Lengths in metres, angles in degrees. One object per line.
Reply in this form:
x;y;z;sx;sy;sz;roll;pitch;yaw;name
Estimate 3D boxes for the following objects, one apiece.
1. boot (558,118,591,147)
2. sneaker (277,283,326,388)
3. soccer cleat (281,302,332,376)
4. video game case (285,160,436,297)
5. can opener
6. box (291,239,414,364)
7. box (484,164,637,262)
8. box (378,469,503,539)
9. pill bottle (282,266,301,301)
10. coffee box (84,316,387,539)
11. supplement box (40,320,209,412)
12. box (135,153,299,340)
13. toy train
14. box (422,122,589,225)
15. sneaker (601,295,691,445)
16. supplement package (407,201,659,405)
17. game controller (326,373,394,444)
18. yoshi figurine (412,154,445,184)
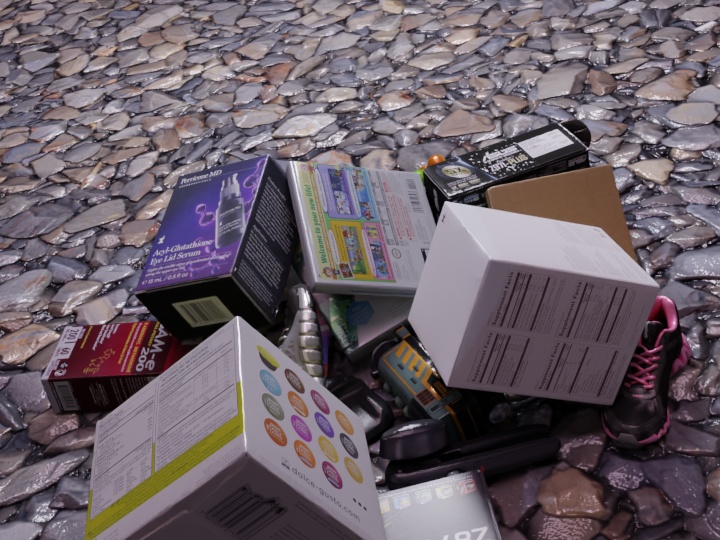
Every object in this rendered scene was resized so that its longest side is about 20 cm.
0.250;-0.141;1.636;0.200;0.073;0.151;-47;-3;17;boot
-0.098;0.111;1.299;0.115;0.075;0.201;-9;61;1;sneaker
-0.069;0.073;1.441;0.066;0.077;0.200;-7;36;5;soccer cleat
0.010;-0.051;1.411;0.181;0.022;0.201;3;49;-21;video game case
0.119;0.200;1.228;0.199;0.079;0.063;-5;34;-10;can opener
0.000;0.000;1.448;0.144;0.036;0.200;-31;61;-4;box
0.253;-0.019;1.399;0.163;0.021;0.201;-11;79;-8;box
0.044;0.289;1.133;0.199;0.049;0.162;-13;37;1;box
-0.133;-0.052;1.604;0.110;0.111;0.200;-18;36;-9;pill bottle
-0.121;0.209;1.106;0.200;0.200;0.198;-37;32;16;coffee box
-0.289;0.120;1.455;0.199;0.061;0.109;-4;36;9;supplement box
-0.168;-0.029;1.423;0.147;0.104;0.201;-11;47;27;box
0.089;0.126;1.324;0.114;0.085;0.200;-31;38;-11;toy train
0.196;-0.078;1.500;0.199;0.164;0.086;-20;36;-11;box
0.315;0.104;1.273;0.079;0.096;0.200;8;41;23;sneaker
0.181;0.036;1.243;0.199;0.151;0.152;8;23;-19;supplement package
-0.059;0.192;1.316;0.200;0.042;0.104;-32;54;-25;game controller
0.047;-0.085;1.606;0.199;0.112;0.112;-26;44;-15;yoshi figurine
